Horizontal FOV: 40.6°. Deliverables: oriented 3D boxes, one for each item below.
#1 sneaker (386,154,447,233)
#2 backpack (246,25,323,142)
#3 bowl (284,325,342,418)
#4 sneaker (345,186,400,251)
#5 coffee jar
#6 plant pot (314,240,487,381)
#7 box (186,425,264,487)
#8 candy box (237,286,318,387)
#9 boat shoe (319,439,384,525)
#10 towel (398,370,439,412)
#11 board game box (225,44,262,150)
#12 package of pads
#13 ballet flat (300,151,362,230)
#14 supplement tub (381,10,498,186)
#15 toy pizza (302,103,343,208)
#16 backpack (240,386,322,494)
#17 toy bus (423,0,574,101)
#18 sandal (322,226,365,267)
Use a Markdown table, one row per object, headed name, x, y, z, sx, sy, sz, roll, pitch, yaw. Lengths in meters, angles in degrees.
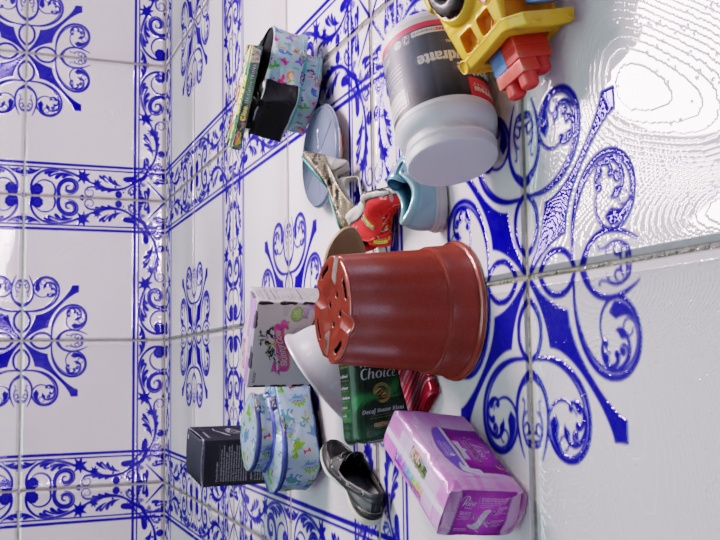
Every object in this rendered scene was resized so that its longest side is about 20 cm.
| name | x | y | z | sx | sy | sz | roll | pitch | yaw |
| --- | --- | --- | --- | --- | --- | --- | --- | --- | --- |
| sneaker | 0.078 | -0.156 | 1.455 | 0.074 | 0.081 | 0.203 | 133 | 134 | -58 |
| backpack | -0.156 | -0.383 | 1.963 | 0.178 | 0.148 | 0.203 | 123 | 149 | -55 |
| bowl | -0.033 | 0.161 | 1.647 | 0.090 | 0.201 | 0.201 | -40 | 33 | 3 |
| sneaker | 0.036 | -0.083 | 1.595 | 0.200 | 0.076 | 0.086 | 134 | 123 | -69 |
| coffee jar | 0.013 | 0.159 | 1.484 | 0.085 | 0.103 | 0.203 | 149 | 113 | -72 |
| plant pot | 0.047 | 0.055 | 1.373 | 0.200 | 0.192 | 0.204 | -178 | 90 | -68 |
| box | -0.275 | 0.407 | 2.157 | 0.148 | 0.197 | 0.106 | -173 | 85 | -68 |
| candy box | -0.112 | 0.121 | 1.762 | 0.072 | 0.197 | 0.170 | -131 | 47 | -59 |
| boat shoe | -0.011 | 0.344 | 1.666 | 0.200 | 0.073 | 0.067 | -122 | 42 | -54 |
| towel | 0.068 | 0.160 | 1.545 | 0.201 | 0.022 | 0.146 | -109 | 30 | -41 |
| board game box | -0.229 | -0.340 | 1.906 | 0.105 | 0.023 | 0.203 | -144 | 66 | -69 |
| package of pads | 0.120 | 0.261 | 1.275 | 0.200 | 0.119 | 0.077 | -131 | 52 | -59 |
| ballet flat | -0.037 | -0.154 | 1.763 | 0.201 | 0.075 | 0.068 | 62 | -172 | 30 |
| supplement tub | 0.107 | -0.232 | 1.309 | 0.140 | 0.138 | 0.203 | 130 | 136 | -57 |
| toy pizza | -0.069 | -0.222 | 1.898 | 0.200 | 0.031 | 0.204 | -177 | 90 | -67 |
| backpack | -0.163 | 0.340 | 1.952 | 0.184 | 0.145 | 0.202 | 117 | 144 | -51 |
| toy bus | 0.186 | -0.312 | 1.152 | 0.200 | 0.134 | 0.194 | -43 | 63 | 58 |
| sandal | -0.036 | 0.003 | 1.601 | 0.070 | 0.077 | 0.214 | 46 | 153 | 44 |
